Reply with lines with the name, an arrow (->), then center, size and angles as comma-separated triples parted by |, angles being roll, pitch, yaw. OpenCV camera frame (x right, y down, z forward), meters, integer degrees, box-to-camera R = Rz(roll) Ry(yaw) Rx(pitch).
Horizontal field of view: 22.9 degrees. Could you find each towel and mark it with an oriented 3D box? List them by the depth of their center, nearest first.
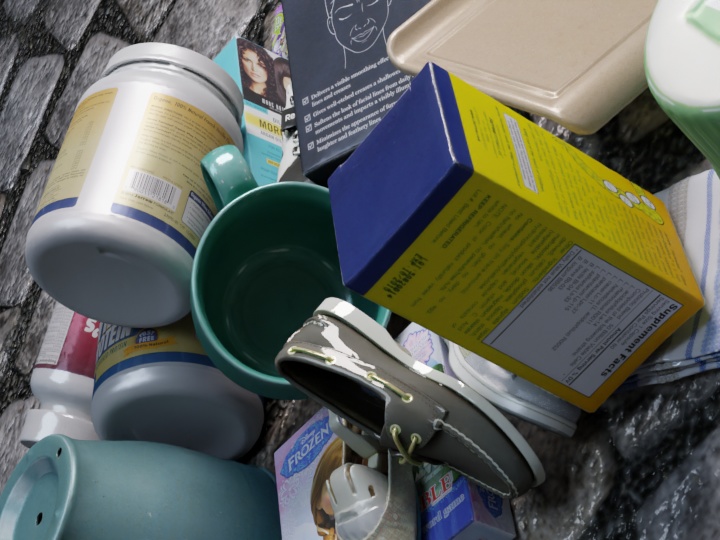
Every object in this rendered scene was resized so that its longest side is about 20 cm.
towel -> 0.218, -0.005, 1.103 | 0.200, 0.024, 0.147 | -23, 49, 50

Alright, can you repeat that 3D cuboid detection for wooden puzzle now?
wooden puzzle -> 0.144, -0.171, 1.229 | 0.185, 0.037, 0.200 | -40, 41, -20

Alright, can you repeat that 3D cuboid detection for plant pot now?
plant pot -> -0.186, 0.222, 1.410 | 0.200, 0.188, 0.201 | -38, 40, 39

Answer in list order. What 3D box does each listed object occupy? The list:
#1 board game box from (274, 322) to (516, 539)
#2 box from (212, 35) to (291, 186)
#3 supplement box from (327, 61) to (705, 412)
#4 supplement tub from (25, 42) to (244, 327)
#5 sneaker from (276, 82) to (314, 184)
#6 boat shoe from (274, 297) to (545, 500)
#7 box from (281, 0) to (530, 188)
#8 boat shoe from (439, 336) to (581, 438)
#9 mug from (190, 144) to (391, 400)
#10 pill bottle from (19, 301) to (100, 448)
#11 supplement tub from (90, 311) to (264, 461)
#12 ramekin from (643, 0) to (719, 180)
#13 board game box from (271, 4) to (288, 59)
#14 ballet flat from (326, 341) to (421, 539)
board game box -> 0.017, 0.159, 1.279 | 0.200, 0.041, 0.200 | -45, 35, 30
box -> -0.082, -0.109, 1.549 | 0.049, 0.082, 0.200 | -43, 40, 34
supplement box -> 0.093, -0.018, 1.088 | 0.109, 0.200, 0.110 | -47, 30, 27
supplement tub -> -0.176, -0.070, 1.438 | 0.144, 0.144, 0.201 | -28, 38, 46
sneaker -> -0.038, -0.119, 1.458 | 0.074, 0.089, 0.200 | -13, 23, 11
boat shoe -> 0.031, 0.094, 1.170 | 0.201, 0.072, 0.060 | 34, 63, 27
box -> 0.032, -0.166, 1.370 | 0.148, 0.107, 0.201 | -24, 59, 29
boat shoe -> 0.101, 0.044, 1.204 | 0.065, 0.074, 0.202 | -61, 23, 16
mug -> -0.052, 0.006, 1.351 | 0.114, 0.151, 0.186 | 107, 167, -76
pill bottle -> -0.250, 0.081, 1.696 | 0.109, 0.109, 0.201 | -8, 61, 56
supplement tub -> -0.152, 0.055, 1.523 | 0.145, 0.144, 0.201 | -38, 39, 38
ramekin -> 0.260, -0.139, 1.029 | 0.200, 0.098, 0.200 | -36, 34, 29
board game box -> -0.044, -0.195, 1.658 | 0.120, 0.032, 0.201 | -31, 43, 40
ballet flat -> 0.002, 0.132, 1.220 | 0.067, 0.062, 0.201 | -35, 41, 37
